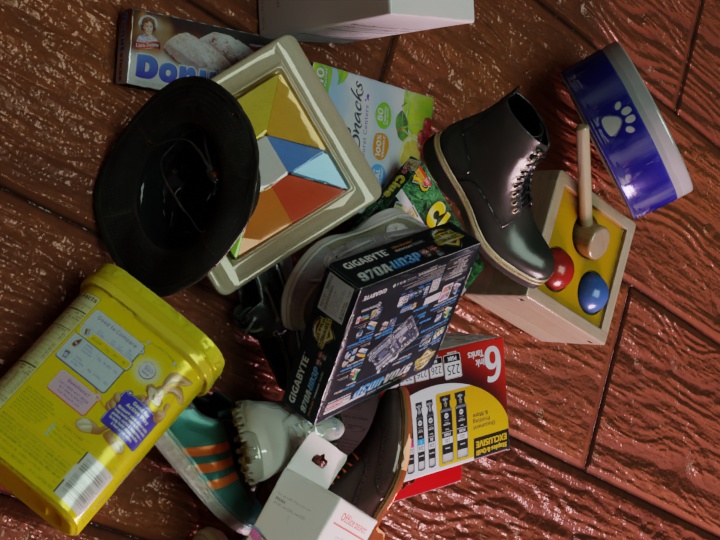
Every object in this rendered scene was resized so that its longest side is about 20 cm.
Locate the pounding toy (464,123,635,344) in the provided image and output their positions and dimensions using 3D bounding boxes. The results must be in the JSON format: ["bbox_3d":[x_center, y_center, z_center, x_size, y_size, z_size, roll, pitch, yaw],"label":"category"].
[{"bbox_3d":[0.235,-0.039,1.706,0.184,0.142,0.201,29,72,-39],"label":"pounding toy"}]

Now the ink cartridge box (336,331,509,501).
[{"bbox_3d":[0.067,0.170,1.597,0.199,0.084,0.177,-10,99,-42],"label":"ink cartridge box"}]

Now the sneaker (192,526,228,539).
[{"bbox_3d":[-0.169,0.344,1.398,0.081,0.075,0.202,16,79,-32],"label":"sneaker"}]

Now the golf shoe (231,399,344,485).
[{"bbox_3d":[-0.066,0.152,1.404,0.200,0.096,0.079,-29,108,-83],"label":"golf shoe"}]

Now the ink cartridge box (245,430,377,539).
[{"bbox_3d":[-0.054,0.262,1.370,0.201,0.067,0.116,-62,155,-9],"label":"ink cartridge box"}]

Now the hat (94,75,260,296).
[{"bbox_3d":[-0.148,-0.073,1.337,0.081,0.199,0.202,8,85,-54],"label":"hat"}]

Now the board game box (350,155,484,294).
[{"bbox_3d":[0.066,-0.024,1.583,0.105,0.023,0.200,-53,140,-14],"label":"board game box"}]

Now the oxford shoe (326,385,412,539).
[{"bbox_3d":[0.000,0.208,1.460,0.072,0.071,0.201,17,86,-12],"label":"oxford shoe"}]

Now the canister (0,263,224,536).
[{"bbox_3d":[-0.238,0.113,1.288,0.148,0.087,0.200,37,63,6],"label":"canister"}]

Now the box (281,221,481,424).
[{"bbox_3d":[0.023,0.048,1.418,0.199,0.046,0.160,-21,138,-48],"label":"box"}]

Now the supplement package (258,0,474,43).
[{"bbox_3d":[0.002,-0.298,1.453,0.119,0.199,0.122,-4,93,-42],"label":"supplement package"}]

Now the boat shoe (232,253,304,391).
[{"bbox_3d":[-0.098,0.037,1.464,0.071,0.072,0.201,-18,92,-32],"label":"boat shoe"}]

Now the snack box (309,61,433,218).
[{"bbox_3d":[-0.006,-0.128,1.533,0.199,0.053,0.143,9,84,-49],"label":"snack box"}]

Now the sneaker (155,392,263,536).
[{"bbox_3d":[-0.139,0.170,1.403,0.080,0.071,0.200,-38,117,-4],"label":"sneaker"}]

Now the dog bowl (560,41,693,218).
[{"bbox_3d":[0.317,-0.166,1.745,0.078,0.200,0.201,-28,117,9],"label":"dog bowl"}]

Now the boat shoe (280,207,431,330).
[{"bbox_3d":[0.001,0.001,1.447,0.201,0.064,0.075,-31,129,-40],"label":"boat shoe"}]

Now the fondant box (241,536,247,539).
[{"bbox_3d":[-0.038,0.324,1.522,0.145,0.058,0.200,-51,121,-29],"label":"fondant box"}]

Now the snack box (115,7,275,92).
[{"bbox_3d":[-0.149,-0.203,1.434,0.199,0.024,0.073,5,90,-43],"label":"snack box"}]

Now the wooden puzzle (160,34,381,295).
[{"bbox_3d":[-0.099,-0.103,1.409,0.199,0.037,0.186,-33,98,-15],"label":"wooden puzzle"}]

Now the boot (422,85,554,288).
[{"bbox_3d":[0.170,-0.085,1.547,0.200,0.138,0.078,49,44,-10],"label":"boot"}]
